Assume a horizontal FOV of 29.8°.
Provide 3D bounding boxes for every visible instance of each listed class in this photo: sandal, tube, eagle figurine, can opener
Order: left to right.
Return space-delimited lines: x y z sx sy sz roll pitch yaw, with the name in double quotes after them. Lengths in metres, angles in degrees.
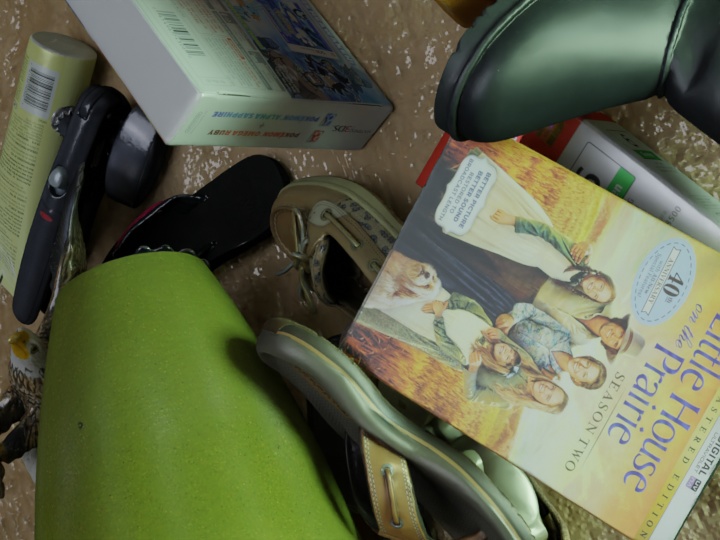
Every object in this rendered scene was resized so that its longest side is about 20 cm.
-0.248 -0.078 1.020 0.051 0.058 0.202 17 110 -10 "tube"
-0.194 0.053 0.892 0.152 0.200 0.151 45 164 -15 "eagle figurine"
-0.209 -0.044 0.980 0.079 0.063 0.201 42 114 26 "can opener"
-0.130 -0.018 0.932 0.199 0.045 0.076 -34 66 31 "sandal"
0.013 0.107 0.718 0.200 0.055 0.082 43 161 -2 "sandal"

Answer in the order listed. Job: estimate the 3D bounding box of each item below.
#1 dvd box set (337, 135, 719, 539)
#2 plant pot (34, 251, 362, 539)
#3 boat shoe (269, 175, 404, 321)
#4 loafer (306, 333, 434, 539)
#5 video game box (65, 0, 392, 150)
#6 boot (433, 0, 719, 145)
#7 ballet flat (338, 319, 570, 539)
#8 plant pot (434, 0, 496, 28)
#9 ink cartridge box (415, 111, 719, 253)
0.104 0.030 0.690 0.199 0.029 0.147 32 97 18 "dvd box set"
-0.109 0.100 0.767 0.186 0.186 0.202 -31 66 32 "plant pot"
0.000 0.000 0.806 0.199 0.062 0.074 27 142 46 "boat shoe"
0.000 0.138 0.832 0.072 0.072 0.202 -23 78 35 "loafer"
-0.096 -0.158 0.822 0.047 0.181 0.201 -49 65 30 "video game box"
0.158 -0.090 0.656 0.168 0.199 0.077 43 157 28 "boot"
0.058 0.097 0.788 0.201 0.068 0.067 51 162 15 "ballet flat"
0.061 -0.265 0.713 0.183 0.200 0.201 -40 69 13 "plant pot"
0.112 -0.034 0.758 0.200 0.050 0.110 42 115 26 "ink cartridge box"
